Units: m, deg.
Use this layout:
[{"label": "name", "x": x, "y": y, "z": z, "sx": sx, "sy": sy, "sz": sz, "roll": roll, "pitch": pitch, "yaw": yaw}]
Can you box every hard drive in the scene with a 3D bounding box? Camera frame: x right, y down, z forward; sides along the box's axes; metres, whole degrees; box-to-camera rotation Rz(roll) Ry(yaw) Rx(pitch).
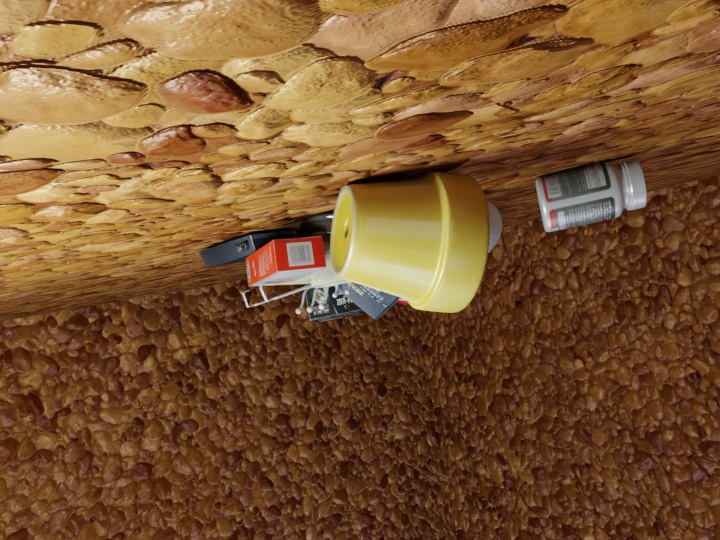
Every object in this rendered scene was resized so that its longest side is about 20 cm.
[{"label": "hard drive", "x": -0.239, "y": -0.046, "z": 1.317, "sx": 0.198, "sy": 0.043, "sz": 0.133, "roll": -13, "pitch": 179, "yaw": 44}]

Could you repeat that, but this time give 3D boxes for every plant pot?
[{"label": "plant pot", "x": 0.060, "y": -0.048, "z": 0.897, "sx": 0.185, "sy": 0.206, "sz": 0.200, "roll": 6, "pitch": 174, "yaw": -16}]

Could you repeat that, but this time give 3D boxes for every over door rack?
[{"label": "over door rack", "x": -0.134, "y": 0.058, "z": 1.301, "sx": 0.196, "sy": 0.068, "sz": 0.147, "roll": -6, "pitch": 175, "yaw": -28}]

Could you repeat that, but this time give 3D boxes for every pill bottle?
[{"label": "pill bottle", "x": 0.463, "y": -0.153, "z": 1.254, "sx": 0.196, "sy": 0.117, "sz": 0.114, "roll": -11, "pitch": 179, "yaw": 16}]

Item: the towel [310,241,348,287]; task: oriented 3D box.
[{"label": "towel", "x": -0.010, "y": -0.048, "z": 1.216, "sx": 0.195, "sy": 0.136, "sz": 0.034, "roll": -11, "pitch": 164, "yaw": 9}]

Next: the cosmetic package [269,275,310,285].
[{"label": "cosmetic package", "x": -0.175, "y": -0.012, "z": 1.575, "sx": 0.195, "sy": 0.073, "sz": 0.105, "roll": -2, "pitch": -163, "yaw": 4}]

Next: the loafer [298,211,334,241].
[{"label": "loafer", "x": -0.036, "y": -0.075, "z": 1.150, "sx": 0.197, "sy": 0.073, "sz": 0.072, "roll": -12, "pitch": 179, "yaw": 38}]

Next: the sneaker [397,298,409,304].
[{"label": "sneaker", "x": 0.082, "y": 0.006, "z": 1.415, "sx": 0.077, "sy": 0.118, "sz": 0.201, "roll": 8, "pitch": -155, "yaw": -15}]

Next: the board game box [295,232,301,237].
[{"label": "board game box", "x": -0.118, "y": -0.071, "z": 1.453, "sx": 0.134, "sy": 0.035, "sz": 0.198, "roll": -12, "pitch": 179, "yaw": -41}]

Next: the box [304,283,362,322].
[{"label": "box", "x": -0.025, "y": 0.065, "z": 1.524, "sx": 0.195, "sy": 0.088, "sz": 0.164, "roll": -11, "pitch": 173, "yaw": 4}]

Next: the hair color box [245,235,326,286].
[{"label": "hair color box", "x": -0.147, "y": -0.016, "z": 1.186, "sx": 0.099, "sy": 0.063, "sz": 0.199, "roll": -6, "pitch": 173, "yaw": -26}]

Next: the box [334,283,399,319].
[{"label": "box", "x": 0.000, "y": 0.000, "z": 1.329, "sx": 0.051, "sy": 0.199, "sz": 0.158, "roll": -53, "pitch": -175, "yaw": -37}]

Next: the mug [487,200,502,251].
[{"label": "mug", "x": 0.213, "y": -0.073, "z": 1.371, "sx": 0.173, "sy": 0.149, "sz": 0.200, "roll": -21, "pitch": 161, "yaw": -38}]
